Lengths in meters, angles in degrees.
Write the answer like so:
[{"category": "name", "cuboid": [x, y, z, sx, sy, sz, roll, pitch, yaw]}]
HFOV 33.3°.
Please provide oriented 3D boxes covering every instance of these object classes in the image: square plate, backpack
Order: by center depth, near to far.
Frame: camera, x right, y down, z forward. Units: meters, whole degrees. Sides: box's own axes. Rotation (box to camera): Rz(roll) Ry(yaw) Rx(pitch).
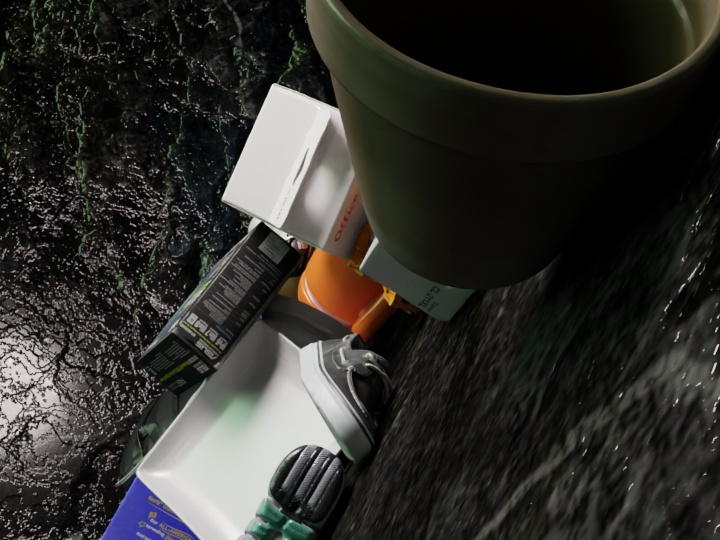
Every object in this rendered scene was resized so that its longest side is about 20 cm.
[{"category": "square plate", "cuboid": [-0.100, 0.165, 1.144, 0.199, 0.028, 0.199, -51, 45, -8]}, {"category": "backpack", "cuboid": [-0.207, 0.214, 1.473, 0.178, 0.150, 0.200, -47, 4, 11]}]

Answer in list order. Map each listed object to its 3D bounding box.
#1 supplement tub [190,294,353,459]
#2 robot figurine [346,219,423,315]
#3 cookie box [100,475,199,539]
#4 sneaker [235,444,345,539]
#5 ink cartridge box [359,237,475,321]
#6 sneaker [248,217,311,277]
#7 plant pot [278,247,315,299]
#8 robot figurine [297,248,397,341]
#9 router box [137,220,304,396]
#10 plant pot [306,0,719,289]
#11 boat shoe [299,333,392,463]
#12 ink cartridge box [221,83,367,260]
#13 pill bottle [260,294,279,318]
[{"category": "supplement tub", "cuboid": [-0.091, 0.144, 1.276, 0.202, 0.144, 0.145, -62, 3, -17]}, {"category": "robot figurine", "cuboid": [0.066, -0.068, 1.112, 0.202, 0.058, 0.145, -61, 36, 9]}, {"category": "cookie box", "cuboid": [-0.207, 0.328, 1.320, 0.202, 0.170, 0.075, -60, 6, -11]}, {"category": "sneaker", "cuboid": [-0.072, 0.238, 0.975, 0.201, 0.074, 0.088, -54, -15, -9]}, {"category": "ink cartridge box", "cuboid": [0.090, -0.084, 0.918, 0.201, 0.082, 0.146, -62, 4, -32]}, {"category": "sneaker", "cuboid": [-0.052, -0.059, 1.426, 0.200, 0.075, 0.116, -42, 34, 23]}, {"category": "plant pot", "cuboid": [-0.014, -0.026, 1.550, 0.188, 0.185, 0.199, -61, 20, -18]}, {"category": "robot figurine", "cuboid": [0.000, 0.001, 1.367, 0.116, 0.144, 0.201, -24, -28, -51]}, {"category": "router box", "cuboid": [-0.151, 0.044, 1.262, 0.150, 0.062, 0.200, -54, 8, -23]}, {"category": "plant pot", "cuboid": [0.068, -0.089, 0.615, 0.175, 0.198, 0.201, 95, -163, -50]}, {"category": "boat shoe", "cuboid": [-0.008, 0.094, 1.028, 0.070, 0.073, 0.200, -29, 20, -1]}, {"category": "ink cartridge box", "cuboid": [-0.033, -0.091, 1.197, 0.130, 0.124, 0.200, -66, -23, 2]}, {"category": "pill bottle", "cuboid": [-0.105, 0.094, 1.458, 0.121, 0.198, 0.120, -60, 3, 4]}]
